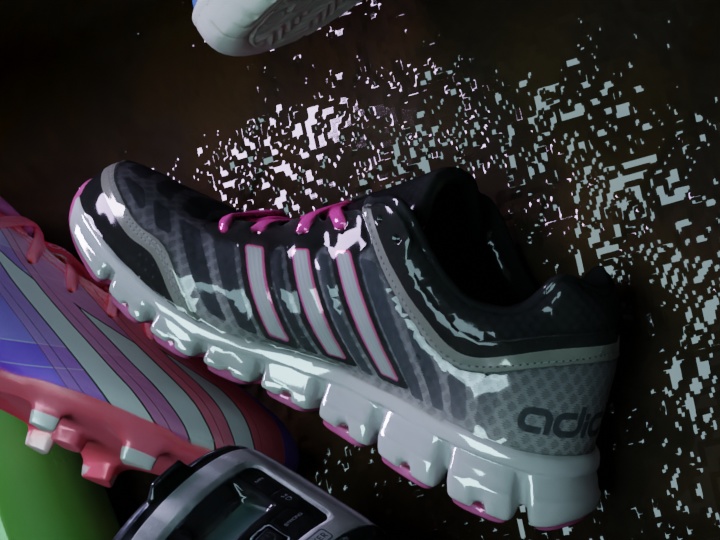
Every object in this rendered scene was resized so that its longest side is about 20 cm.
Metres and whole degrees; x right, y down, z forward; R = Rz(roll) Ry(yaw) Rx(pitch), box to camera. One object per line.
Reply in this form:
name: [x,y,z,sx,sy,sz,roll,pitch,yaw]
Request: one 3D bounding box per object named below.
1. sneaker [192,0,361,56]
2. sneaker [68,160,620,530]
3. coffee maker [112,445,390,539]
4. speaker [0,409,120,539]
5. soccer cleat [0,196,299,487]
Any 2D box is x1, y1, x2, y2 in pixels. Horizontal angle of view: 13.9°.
sneaker: [-0.002,-0.167,0.904,0.111,0.077,0.200,49,112,14]
sneaker: [0.000,0.000,0.921,0.199,0.074,0.088,28,105,25]
coffee maker: [0.018,0.168,0.880,0.199,0.134,0.193,18,108,33]
speaker: [-0.130,0.072,0.999,0.088,0.088,0.201,-29,77,31]
soccer cleat: [-0.104,0.015,0.945,0.067,0.199,0.077,-26,45,68]
